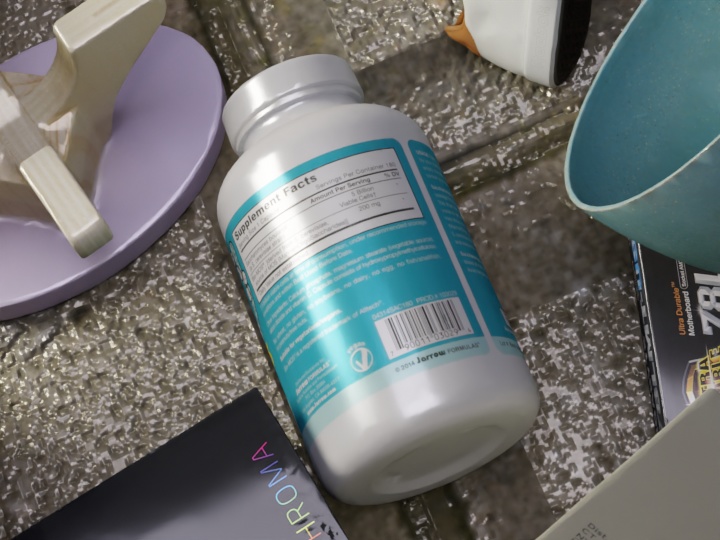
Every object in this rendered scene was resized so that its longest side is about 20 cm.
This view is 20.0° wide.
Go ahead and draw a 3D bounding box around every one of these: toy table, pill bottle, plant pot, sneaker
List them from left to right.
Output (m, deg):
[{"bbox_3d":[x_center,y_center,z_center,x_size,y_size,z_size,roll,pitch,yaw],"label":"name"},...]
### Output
[{"bbox_3d":[-0.165,-0.068,1.002,0.184,0.117,0.200,41,80,18],"label":"toy table"},{"bbox_3d":[0.000,0.000,0.962,0.110,0.111,0.201,-21,69,-2],"label":"pill bottle"},{"bbox_3d":[0.072,-0.186,0.987,0.084,0.201,0.073,21,38,21],"label":"sneaker"},{"bbox_3d":[0.204,-0.071,0.890,0.134,0.200,0.201,35,75,-15],"label":"plant pot"}]

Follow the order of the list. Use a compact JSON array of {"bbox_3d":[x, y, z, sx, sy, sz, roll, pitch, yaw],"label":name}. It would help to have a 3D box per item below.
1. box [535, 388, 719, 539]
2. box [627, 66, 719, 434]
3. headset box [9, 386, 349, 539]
[{"bbox_3d":[0.117,0.157,0.831,0.109,0.128,0.200,39,34,17],"label":"box"},{"bbox_3d":[0.228,-0.013,0.976,0.197,0.050,0.202,-8,70,3],"label":"box"},{"bbox_3d":[-0.083,0.184,0.912,0.199,0.093,0.175,-31,69,-5],"label":"headset box"}]
